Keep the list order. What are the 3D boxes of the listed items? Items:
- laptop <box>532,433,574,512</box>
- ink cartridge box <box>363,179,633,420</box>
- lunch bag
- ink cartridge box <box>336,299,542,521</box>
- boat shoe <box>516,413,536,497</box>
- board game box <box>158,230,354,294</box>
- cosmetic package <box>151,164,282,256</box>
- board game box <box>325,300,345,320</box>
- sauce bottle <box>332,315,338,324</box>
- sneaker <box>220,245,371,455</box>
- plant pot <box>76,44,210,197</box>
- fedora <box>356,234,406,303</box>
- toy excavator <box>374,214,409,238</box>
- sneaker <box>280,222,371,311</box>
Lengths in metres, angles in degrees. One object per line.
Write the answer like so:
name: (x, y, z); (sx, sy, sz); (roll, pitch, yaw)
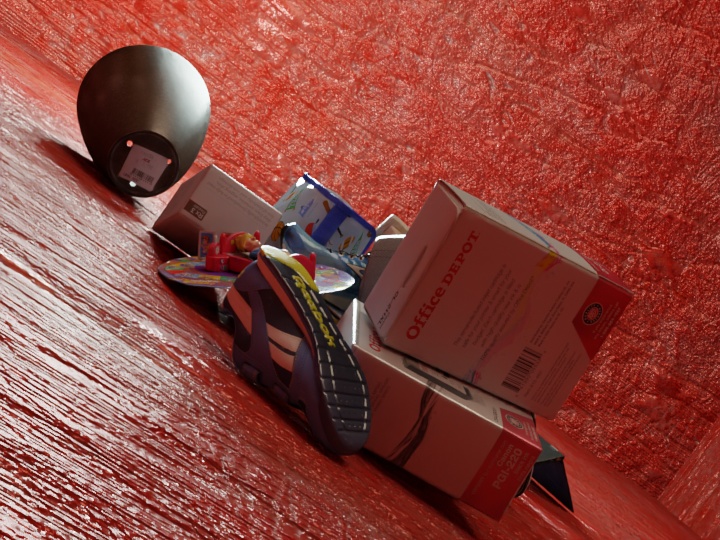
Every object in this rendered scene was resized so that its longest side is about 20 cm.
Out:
laptop: (0.199, 0.268, 1.842); (0.199, 0.117, 0.187); (-4, 29, -39)
ink cartridge box: (0.125, 0.027, 1.168); (0.199, 0.146, 0.083); (26, 14, -23)
lunch bag: (-0.072, -0.020, 1.554); (0.124, 0.170, 0.200); (38, 0, -9)
ink cartridge box: (0.057, 0.124, 1.171); (0.199, 0.085, 0.146); (28, 14, -7)
boat shoe: (0.166, 0.181, 1.433); (0.057, 0.068, 0.201); (-112, -167, -63)
board game box: (-0.103, -0.014, 1.281); (0.198, 0.039, 0.158); (4, 10, -2)
cosmetic package: (-0.168, -0.056, 1.454); (0.101, 0.074, 0.200); (36, -14, -14)
board game box: (0.033, 0.095, 1.402); (0.200, 0.020, 0.103); (41, 14, 27)
sauce bottle: (-0.065, 0.059, 1.360); (0.200, 0.066, 0.066); (40, 4, 40)
sneaker: (-0.056, 0.077, 1.069); (0.074, 0.082, 0.201); (26, 31, -54)
plant pot: (-0.288, -0.178, 1.686); (0.186, 0.187, 0.200); (35, 17, -24)
fedora: (0.048, 0.035, 1.322); (0.090, 0.178, 0.200); (6, -31, 15)
toy excavator: (0.089, 0.023, 1.504); (0.200, 0.100, 0.194); (49, 10, -2)
sneaker: (0.000, 0.000, 1.417); (0.199, 0.090, 0.078); (33, 11, -8)
